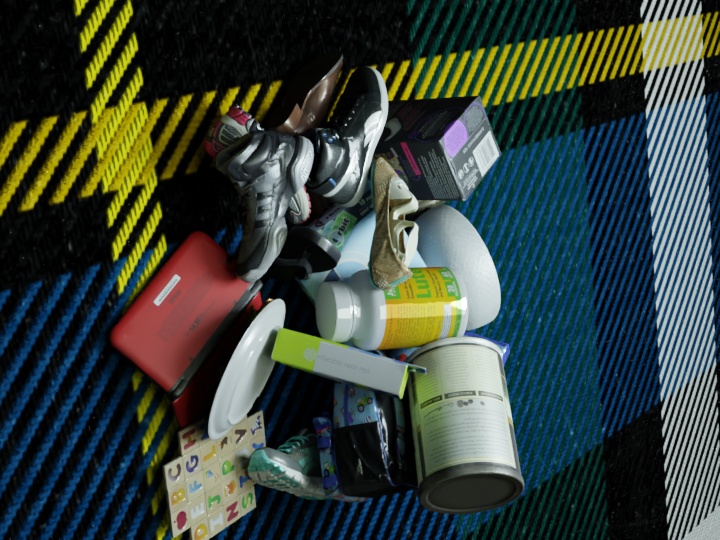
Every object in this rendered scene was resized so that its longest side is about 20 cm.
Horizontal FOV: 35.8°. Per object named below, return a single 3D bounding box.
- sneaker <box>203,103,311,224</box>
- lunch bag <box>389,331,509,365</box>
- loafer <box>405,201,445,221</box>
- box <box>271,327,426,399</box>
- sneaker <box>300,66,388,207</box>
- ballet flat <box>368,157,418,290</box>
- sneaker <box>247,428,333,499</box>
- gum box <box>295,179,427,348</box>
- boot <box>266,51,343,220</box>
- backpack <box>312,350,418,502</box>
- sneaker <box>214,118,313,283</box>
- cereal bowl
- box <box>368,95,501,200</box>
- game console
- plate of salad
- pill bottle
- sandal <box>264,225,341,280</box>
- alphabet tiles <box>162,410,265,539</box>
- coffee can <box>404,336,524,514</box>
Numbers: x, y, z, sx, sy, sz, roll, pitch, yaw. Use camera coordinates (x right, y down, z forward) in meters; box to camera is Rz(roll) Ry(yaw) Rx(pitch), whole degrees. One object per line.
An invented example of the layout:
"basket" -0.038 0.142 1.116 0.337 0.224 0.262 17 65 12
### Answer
"sneaker" -0.137 -0.134 1.509 0.075 0.081 0.200 -42 127 -4
"lunch bag" 0.135 0.170 1.740 0.151 0.198 0.095 -49 127 -33
"loafer" 0.131 -0.151 1.807 0.199 0.076 0.068 -38 83 -30
"box" -0.013 0.127 1.481 0.122 0.197 0.048 66 40 -81
"sneaker" -0.027 -0.198 1.526 0.111 0.072 0.204 21 76 -50
"ballet flat" 0.049 -0.068 1.522 0.070 0.064 0.203 39 45 -54
"sneaker" -0.094 0.269 1.595 0.200 0.076 0.093 36 51 -55
"gum box" 0.000 0.000 1.615 0.169 0.044 0.201 -38 115 -10
"boot" -0.045 -0.185 1.613 0.187 0.064 0.201 -55 133 -29
"backpack" 0.013 0.222 1.611 0.182 0.133 0.203 28 49 -67
"sneaker" -0.143 -0.093 1.427 0.113 0.075 0.203 22 90 -29
"cereal bowl" 0.129 0.006 1.736 0.082 0.199 0.203 -26 114 -21
"box" 0.088 -0.180 1.655 0.122 0.198 0.107 -48 126 -33
"game console" -0.222 0.084 1.466 0.172 0.119 0.201 40 59 -8
"plate of salad" -0.155 0.125 1.455 0.202 0.047 0.201 -61 169 -20
"pill bottle" 0.042 0.054 1.561 0.197 0.111 0.113 -2 95 -23
"sandal" -0.087 -0.009 1.476 0.076 0.199 0.043 34 66 -17
"alphabet tiles" -0.191 0.270 1.503 0.199 0.006 0.169 -25 116 -52
"coffee can" 0.141 0.215 1.549 0.146 0.145 0.203 32 42 -45
